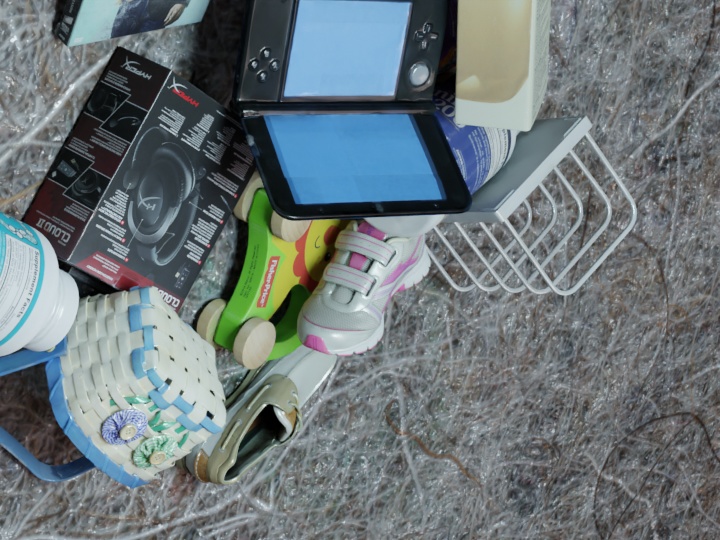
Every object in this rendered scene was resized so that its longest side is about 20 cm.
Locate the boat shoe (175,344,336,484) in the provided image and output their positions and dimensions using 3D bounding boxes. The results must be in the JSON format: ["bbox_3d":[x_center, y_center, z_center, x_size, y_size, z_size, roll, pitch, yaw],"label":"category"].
[{"bbox_3d":[-0.087,0.138,1.863,0.200,0.068,0.075,-43,137,-24],"label":"boat shoe"}]

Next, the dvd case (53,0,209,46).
[{"bbox_3d":[-0.156,-0.270,1.539,0.145,0.022,0.201,-18,146,-42],"label":"dvd case"}]

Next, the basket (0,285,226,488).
[{"bbox_3d":[-0.229,0.106,1.628,0.176,0.198,0.140,46,31,-50],"label":"basket"}]

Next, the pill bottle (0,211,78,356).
[{"bbox_3d":[-0.312,0.000,1.498,0.200,0.110,0.112,31,87,-48],"label":"pill bottle"}]

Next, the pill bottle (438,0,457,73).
[{"bbox_3d":[0.005,-0.213,1.740,0.199,0.111,0.112,-24,127,-38],"label":"pill bottle"}]

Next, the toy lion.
[{"bbox_3d":[-0.054,-0.013,1.833,0.191,0.068,0.202,0,110,-56],"label":"toy lion"}]

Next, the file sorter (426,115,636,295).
[{"bbox_3d":[0.155,-0.058,1.895,0.139,0.199,0.125,-46,111,-20],"label":"file sorter"}]

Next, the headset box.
[{"bbox_3d":[-0.186,-0.063,1.637,0.149,0.077,0.201,31,87,-50],"label":"headset box"}]

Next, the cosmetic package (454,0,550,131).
[{"bbox_3d":[0.127,-0.236,1.689,0.105,0.070,0.202,-61,155,-59],"label":"cosmetic package"}]

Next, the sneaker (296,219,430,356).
[{"bbox_3d":[0.000,0.000,1.808,0.200,0.081,0.089,-54,152,-44],"label":"sneaker"}]

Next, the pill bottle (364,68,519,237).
[{"bbox_3d":[0.077,-0.121,1.798,0.200,0.110,0.112,-41,138,-47],"label":"pill bottle"}]

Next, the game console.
[{"bbox_3d":[0.004,-0.146,1.615,0.198,0.118,0.172,-4,116,-32],"label":"game console"}]
